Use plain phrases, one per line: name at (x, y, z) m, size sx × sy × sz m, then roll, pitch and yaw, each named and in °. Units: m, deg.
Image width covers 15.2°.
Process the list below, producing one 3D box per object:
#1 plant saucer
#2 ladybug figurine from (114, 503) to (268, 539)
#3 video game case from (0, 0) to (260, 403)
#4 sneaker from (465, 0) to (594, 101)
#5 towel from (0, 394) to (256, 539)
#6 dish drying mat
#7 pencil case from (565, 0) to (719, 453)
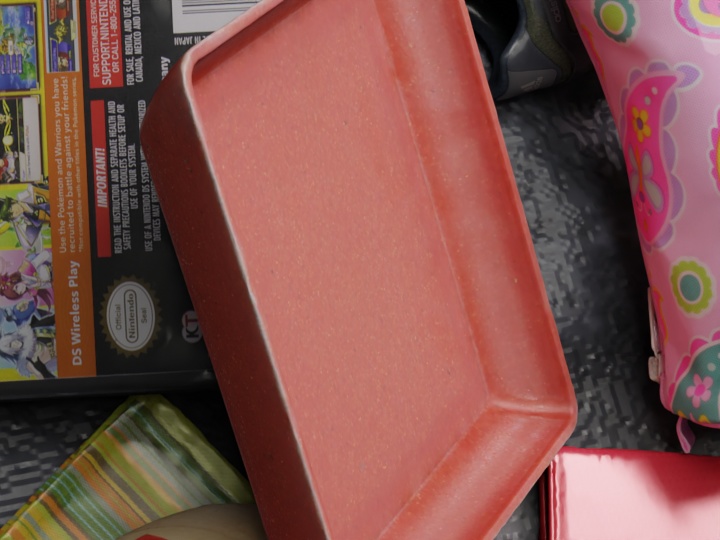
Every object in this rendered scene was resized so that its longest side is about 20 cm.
plant saucer at (0.000, 0.000, 0.863) m, size 0.200 × 0.037 × 0.200 m, roll -45°, pitch 122°, yaw -59°
ladybug figurine at (-0.057, 0.160, 0.845) m, size 0.136 × 0.072 × 0.200 m, roll 39°, pitch 67°, yaw -11°
video game case at (-0.106, -0.057, 0.902) m, size 0.180 × 0.026 × 0.201 m, roll -3°, pitch 86°, yaw -1°
sneaker at (0.033, -0.152, 1.005) m, size 0.081 × 0.074 × 0.200 m, roll -32°, pitch 79°, yaw -21°
towel at (-0.106, 0.133, 0.882) m, size 0.086 × 0.018 × 0.200 m, roll 41°, pitch 65°, yaw 4°
dish drying mat at (0.159, 0.107, 0.966) m, size 0.199 × 0.018 × 0.077 m, roll 6°, pitch 67°, yaw -14°
pencil case at (0.125, -0.039, 0.947) m, size 0.087 × 0.087 × 0.201 m, roll -17°, pitch 97°, yaw -21°
